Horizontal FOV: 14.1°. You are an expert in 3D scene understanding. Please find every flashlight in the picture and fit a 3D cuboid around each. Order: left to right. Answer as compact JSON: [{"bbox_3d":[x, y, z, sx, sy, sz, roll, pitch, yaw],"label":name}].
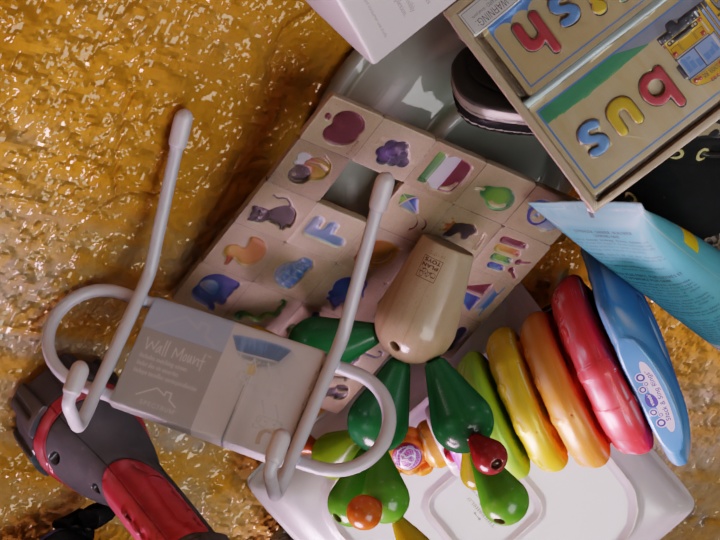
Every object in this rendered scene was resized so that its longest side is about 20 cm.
[{"bbox_3d":[-0.116,0.121,1.536,0.067,0.200,0.068,-14,127,-26],"label":"flashlight"}]

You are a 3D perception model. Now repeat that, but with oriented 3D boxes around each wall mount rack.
[{"bbox_3d":[-0.067,0.021,1.528,0.075,0.199,0.174,84,26,-66],"label":"wall mount rack"}]

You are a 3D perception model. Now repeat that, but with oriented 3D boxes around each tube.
[{"bbox_3d":[0.180,0.004,1.611,0.200,0.077,0.051,31,64,-43],"label":"tube"}]

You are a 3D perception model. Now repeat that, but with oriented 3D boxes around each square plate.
[{"bbox_3d":[0.069,0.133,1.706,0.198,0.028,0.200,-40,107,-1],"label":"square plate"}]

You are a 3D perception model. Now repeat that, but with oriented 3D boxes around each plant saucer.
[{"bbox_3d":[0.063,-0.066,1.637,0.199,0.050,0.201,-19,130,-24],"label":"plant saucer"}]

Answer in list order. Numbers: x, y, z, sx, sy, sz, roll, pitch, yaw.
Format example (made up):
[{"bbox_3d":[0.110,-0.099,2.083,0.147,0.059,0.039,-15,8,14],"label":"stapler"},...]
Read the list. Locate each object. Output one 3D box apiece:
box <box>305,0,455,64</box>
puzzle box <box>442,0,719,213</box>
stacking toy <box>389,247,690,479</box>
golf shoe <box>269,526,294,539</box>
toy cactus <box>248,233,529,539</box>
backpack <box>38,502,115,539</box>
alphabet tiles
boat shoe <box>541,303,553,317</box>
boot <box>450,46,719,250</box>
[{"bbox_3d":[0.037,-0.224,1.470,0.200,0.097,0.125,-38,135,-6],"label":"box"},{"bbox_3d":[0.158,-0.140,1.498,0.200,0.025,0.133,-38,96,4],"label":"puzzle box"},{"bbox_3d":[0.078,0.080,1.641,0.199,0.110,0.116,-24,115,8],"label":"stacking toy"},{"bbox_3d":[-0.033,0.241,1.775,0.097,0.078,0.201,-26,130,-3],"label":"golf shoe"},{"bbox_3d":[0.010,0.060,1.582,0.102,0.199,0.166,9,106,-58],"label":"toy cactus"},{"bbox_3d":[-0.165,0.265,1.650,0.200,0.154,0.191,-39,146,-10],"label":"backpack"},{"bbox_3d":[0.000,0.000,1.606,0.167,0.008,0.200,22,127,-26],"label":"alphabet tiles"},{"bbox_3d":[0.066,0.086,1.736,0.200,0.072,0.072,-43,137,7],"label":"boat shoe"},{"bbox_3d":[0.140,-0.062,1.604,0.202,0.074,0.154,-3,141,-12],"label":"boot"}]
